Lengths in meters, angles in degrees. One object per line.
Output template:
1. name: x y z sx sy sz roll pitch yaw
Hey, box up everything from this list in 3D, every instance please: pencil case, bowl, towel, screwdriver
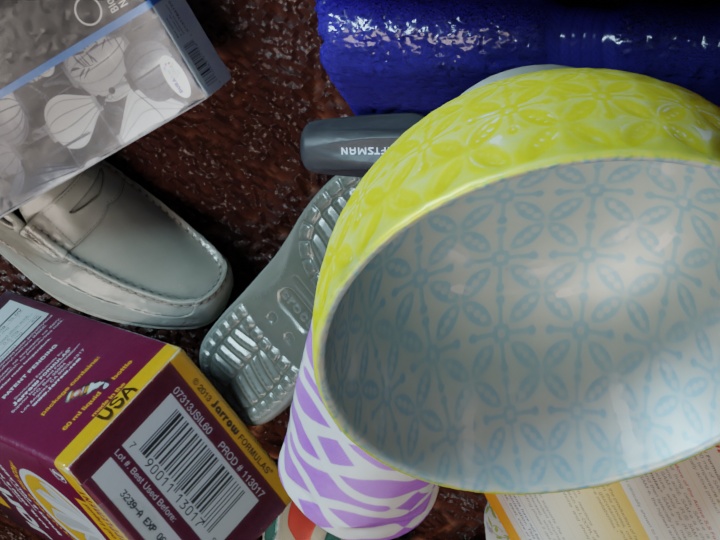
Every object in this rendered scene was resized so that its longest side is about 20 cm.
1. pencil case: 0.018 0.040 1.001 0.084 0.085 0.200 47 145 24
2. bowl: 0.074 -0.014 0.852 0.199 0.108 0.200 -6 140 -5
3. towel: 0.092 -0.081 0.933 0.199 0.050 0.148 4 161 17
4. screwdriver: 0.069 -0.048 0.917 0.199 0.029 0.028 5 163 20

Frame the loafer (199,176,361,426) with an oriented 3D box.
1. loafer: 0.000 0.000 1.084 0.200 0.070 0.075 -39 80 33

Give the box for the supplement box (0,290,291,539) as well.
1. supplement box: -0.139 0.090 1.156 0.200 0.086 0.110 12 144 55

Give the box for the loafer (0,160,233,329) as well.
1. loafer: -0.154 -0.034 1.112 0.200 0.070 0.070 25 146 2

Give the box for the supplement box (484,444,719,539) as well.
1. supplement box: 0.145 0.099 1.011 0.200 0.073 0.126 -9 114 58

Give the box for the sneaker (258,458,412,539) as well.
1. sneaker: -0.028 0.182 1.275 0.093 0.070 0.200 30 142 22

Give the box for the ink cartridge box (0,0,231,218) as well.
1. ink cartridge box: -0.167 -0.083 1.044 0.200 0.039 0.100 -28 101 26

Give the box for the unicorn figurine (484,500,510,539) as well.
1. unicorn figurine: 0.092 0.168 1.199 0.137 0.074 0.201 15 119 11

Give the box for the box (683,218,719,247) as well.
1. box: 0.253 -0.001 0.926 0.199 0.046 0.159 1 157 25
